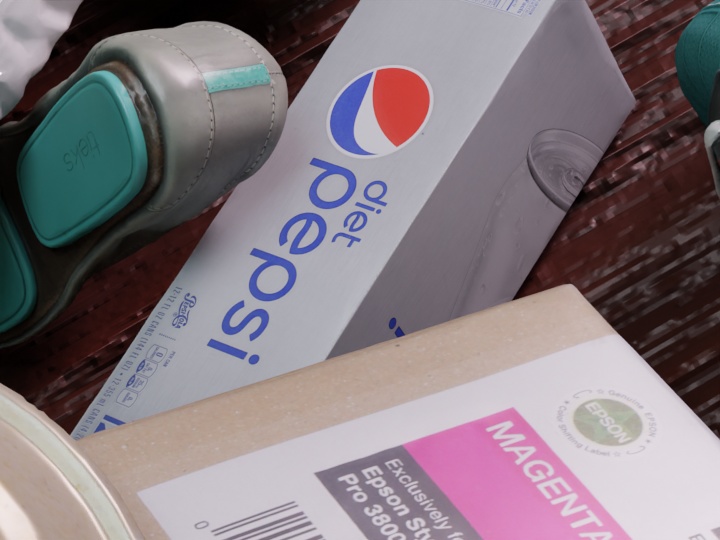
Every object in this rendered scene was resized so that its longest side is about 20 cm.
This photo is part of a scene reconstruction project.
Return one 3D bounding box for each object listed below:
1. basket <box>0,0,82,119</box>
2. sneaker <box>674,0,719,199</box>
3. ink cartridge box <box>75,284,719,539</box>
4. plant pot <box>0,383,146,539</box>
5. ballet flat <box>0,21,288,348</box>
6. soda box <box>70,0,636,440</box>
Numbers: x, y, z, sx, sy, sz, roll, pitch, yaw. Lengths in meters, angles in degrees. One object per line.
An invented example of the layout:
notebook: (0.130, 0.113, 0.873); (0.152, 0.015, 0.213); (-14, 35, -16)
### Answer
basket: (-0.177, -0.123, 0.940); (0.199, 0.161, 0.200); (-55, 24, -18)
sneaker: (0.131, 0.001, 0.826); (0.080, 0.071, 0.200); (-31, 52, -6)
ink cartridge box: (0.037, 0.106, 0.749); (0.164, 0.075, 0.200); (-18, 45, -27)
plant pot: (-0.162, 0.102, 0.652); (0.199, 0.183, 0.202); (-4, 79, 20)
ballet flat: (-0.086, -0.022, 0.917); (0.064, 0.200, 0.068); (-18, 85, -36)
soda box: (0.000, 0.000, 0.885); (0.063, 0.068, 0.200); (19, 66, 34)
